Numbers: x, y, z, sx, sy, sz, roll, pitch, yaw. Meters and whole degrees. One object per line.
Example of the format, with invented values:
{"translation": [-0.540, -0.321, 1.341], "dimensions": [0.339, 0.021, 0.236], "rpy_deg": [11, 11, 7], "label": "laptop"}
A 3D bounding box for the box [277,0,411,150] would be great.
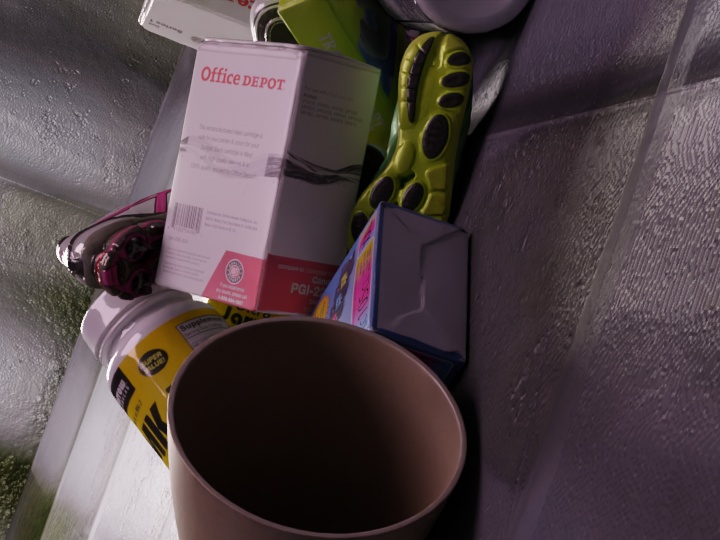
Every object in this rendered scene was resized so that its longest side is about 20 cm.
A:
{"translation": [0.002, -0.182, 1.487], "dimensions": [0.048, 0.200, 0.122], "rpy_deg": [-18, 38, 21], "label": "box"}

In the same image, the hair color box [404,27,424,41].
{"translation": [0.016, -0.265, 1.643], "dimensions": [0.061, 0.100, 0.201], "rpy_deg": [132, 155, -59], "label": "hair color box"}

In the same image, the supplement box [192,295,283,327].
{"translation": [-0.108, 0.062, 1.613], "dimensions": [0.109, 0.109, 0.201], "rpy_deg": [-130, 60, -70], "label": "supplement box"}

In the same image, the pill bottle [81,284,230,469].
{"translation": [-0.139, 0.099, 1.481], "dimensions": [0.114, 0.200, 0.114], "rpy_deg": [-34, -23, -17], "label": "pill bottle"}

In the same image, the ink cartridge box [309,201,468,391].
{"translation": [0.002, 0.070, 1.281], "dimensions": [0.137, 0.076, 0.200], "rpy_deg": [-85, 19, -48], "label": "ink cartridge box"}

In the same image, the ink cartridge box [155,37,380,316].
{"translation": [-0.074, -0.074, 1.386], "dimensions": [0.145, 0.085, 0.201], "rpy_deg": [14, 95, 50], "label": "ink cartridge box"}

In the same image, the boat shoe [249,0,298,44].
{"translation": [-0.031, -0.149, 1.529], "dimensions": [0.071, 0.200, 0.064], "rpy_deg": [-25, 31, 15], "label": "boat shoe"}

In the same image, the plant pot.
{"translation": [-0.044, 0.166, 1.153], "dimensions": [0.188, 0.187, 0.200], "rpy_deg": [-87, 8, -51], "label": "plant pot"}

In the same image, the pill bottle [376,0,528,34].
{"translation": [0.065, -0.242, 1.414], "dimensions": [0.200, 0.106, 0.107], "rpy_deg": [-142, 73, -76], "label": "pill bottle"}

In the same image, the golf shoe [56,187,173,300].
{"translation": [-0.159, -0.040, 1.482], "dimensions": [0.092, 0.200, 0.073], "rpy_deg": [19, 120, 41], "label": "golf shoe"}

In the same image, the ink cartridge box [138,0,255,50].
{"translation": [-0.100, -0.297, 1.616], "dimensions": [0.084, 0.144, 0.201], "rpy_deg": [139, 149, -69], "label": "ink cartridge box"}

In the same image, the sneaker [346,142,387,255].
{"translation": [0.000, 0.000, 1.443], "dimensions": [0.085, 0.073, 0.201], "rpy_deg": [11, -86, -73], "label": "sneaker"}

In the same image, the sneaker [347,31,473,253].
{"translation": [0.048, -0.081, 1.362], "dimensions": [0.084, 0.074, 0.201], "rpy_deg": [-5, -66, -76], "label": "sneaker"}
